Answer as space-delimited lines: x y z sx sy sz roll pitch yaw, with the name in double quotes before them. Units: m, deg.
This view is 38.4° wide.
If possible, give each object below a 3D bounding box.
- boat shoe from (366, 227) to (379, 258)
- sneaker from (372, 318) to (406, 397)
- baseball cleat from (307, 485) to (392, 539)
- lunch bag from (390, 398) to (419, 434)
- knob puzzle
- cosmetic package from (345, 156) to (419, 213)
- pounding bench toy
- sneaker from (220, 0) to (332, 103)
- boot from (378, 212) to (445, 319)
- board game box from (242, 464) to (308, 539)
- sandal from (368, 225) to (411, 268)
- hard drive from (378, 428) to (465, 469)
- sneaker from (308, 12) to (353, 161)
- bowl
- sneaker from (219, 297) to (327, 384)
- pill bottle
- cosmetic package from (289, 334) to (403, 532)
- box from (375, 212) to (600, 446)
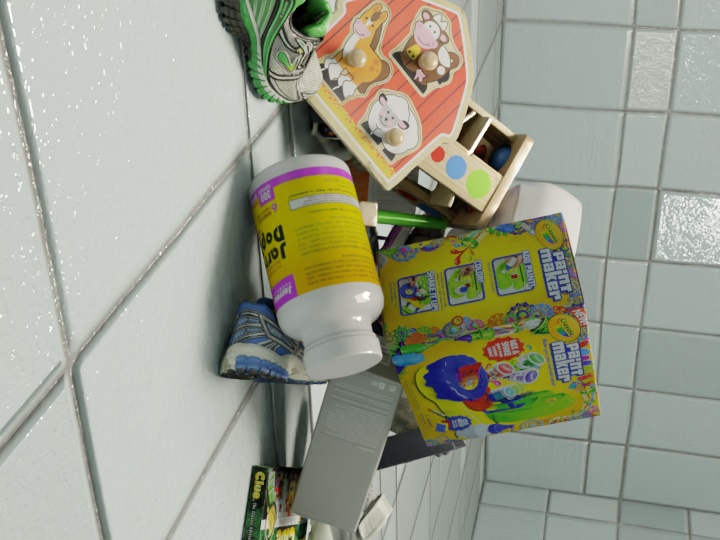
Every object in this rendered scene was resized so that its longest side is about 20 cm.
"boat shoe" -0.004 0.027 1.364 0.068 0.073 0.200 -6 92 -62
"sneaker" 0.031 0.100 1.257 0.075 0.199 0.085 54 51 -54
"baseball cleat" -0.008 0.256 1.280 0.070 0.106 0.201 107 -7 -82
"lunch bag" 0.080 0.125 1.440 0.200 0.164 0.118 -64 179 32
"knob puzzle" 0.044 -0.215 1.102 0.030 0.219 0.221 -174 -90 -70
"cosmetic package" 0.024 -0.175 1.303 0.101 0.071 0.201 10 -83 60
"pounding bench toy" 0.082 -0.101 1.212 0.200 0.156 0.124 -60 -156 -8
"sneaker" -0.065 -0.215 0.966 0.200 0.085 0.078 59 38 -70
"boot" 0.066 -0.004 1.289 0.200 0.070 0.147 115 0 -75
"board game box" -0.093 0.280 1.199 0.200 0.023 0.105 41 57 -74
"sandal" 0.003 -0.002 1.267 0.203 0.050 0.082 -55 -174 -26
"hard drive" 0.034 0.245 1.374 0.135 0.199 0.043 32 43 -75
"sneaker" -0.023 -0.201 1.171 0.200 0.078 0.080 75 18 -60
"bowl" 0.159 -0.017 1.227 0.075 0.200 0.200 44 37 -15
"sneaker" -0.079 0.072 1.055 0.200 0.077 0.086 39 53 -75
"pill bottle" -0.038 -0.002 0.989 0.104 0.104 0.201 58 16 -70
"cosmetic package" -0.010 0.179 1.164 0.107 0.090 0.201 -71 180 -71
"box" 0.135 0.065 1.064 0.200 0.192 0.122 67 14 -48
